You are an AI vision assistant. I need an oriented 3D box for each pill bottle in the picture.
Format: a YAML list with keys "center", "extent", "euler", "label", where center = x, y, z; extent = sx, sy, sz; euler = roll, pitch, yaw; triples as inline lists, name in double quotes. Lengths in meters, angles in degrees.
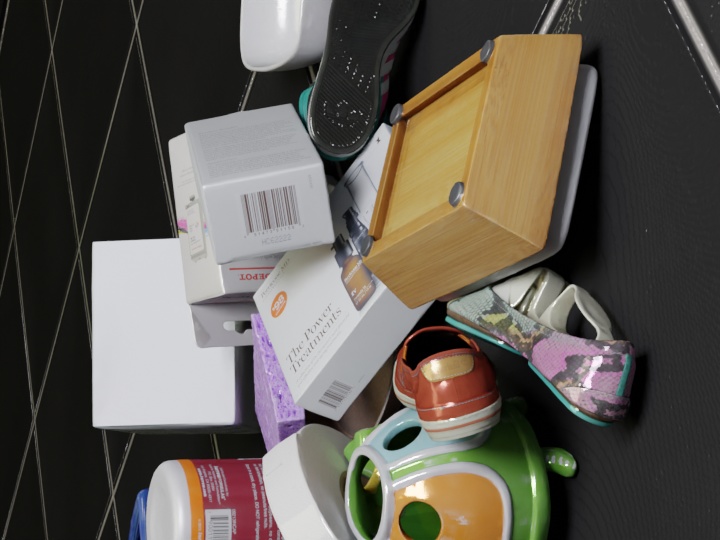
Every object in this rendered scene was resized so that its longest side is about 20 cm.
- center: [-0.079, 0.220, 1.395]
  extent: [0.113, 0.199, 0.113]
  euler: [-178, 90, -69]
  label: "pill bottle"

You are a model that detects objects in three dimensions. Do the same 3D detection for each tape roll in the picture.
- center: [0.007, 0.204, 1.203]
  extent: [0.037, 0.203, 0.203]
  euler: [-39, 40, 14]
  label: "tape roll"

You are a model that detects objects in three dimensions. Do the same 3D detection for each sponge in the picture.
- center: [-0.074, 0.132, 1.474]
  extent: [0.200, 0.030, 0.112]
  euler: [94, 162, -59]
  label: "sponge"

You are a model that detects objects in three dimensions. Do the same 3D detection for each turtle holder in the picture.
- center: [0.058, 0.147, 1.145]
  extent: [0.186, 0.131, 0.141]
  euler: [-112, 31, -46]
  label: "turtle holder"

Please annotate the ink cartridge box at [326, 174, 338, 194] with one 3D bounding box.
- center: [-0.036, -0.007, 1.549]
  extent: [0.200, 0.057, 0.163]
  euler: [18, 105, 47]
  label: "ink cartridge box"

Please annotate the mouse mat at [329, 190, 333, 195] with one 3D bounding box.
- center: [0.006, -0.014, 1.373]
  extent: [0.161, 0.008, 0.200]
  euler: [-45, 40, 28]
  label: "mouse mat"

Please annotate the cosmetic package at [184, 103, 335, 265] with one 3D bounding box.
- center: [-0.088, -0.077, 1.352]
  extent: [0.200, 0.101, 0.072]
  euler: [-115, 15, -68]
  label: "cosmetic package"

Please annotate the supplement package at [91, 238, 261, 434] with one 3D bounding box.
- center: [-0.187, 0.073, 1.670]
  extent: [0.200, 0.146, 0.192]
  euler: [60, -151, -81]
  label: "supplement package"

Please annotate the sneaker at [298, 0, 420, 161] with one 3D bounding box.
- center: [0.001, -0.182, 1.401]
  extent: [0.121, 0.083, 0.201]
  euler: [126, 164, -78]
  label: "sneaker"

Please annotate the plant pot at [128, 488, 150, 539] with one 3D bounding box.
- center: [-0.120, 0.324, 1.499]
  extent: [0.200, 0.179, 0.201]
  euler: [111, 154, -59]
  label: "plant pot"

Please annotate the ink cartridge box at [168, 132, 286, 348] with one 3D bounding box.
- center: [-0.106, -0.032, 1.507]
  extent: [0.067, 0.116, 0.201]
  euler: [-15, 80, 50]
  label: "ink cartridge box"

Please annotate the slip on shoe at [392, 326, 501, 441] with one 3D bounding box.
- center: [0.057, 0.066, 1.105]
  extent: [0.200, 0.074, 0.061]
  euler: [-108, 2, -82]
  label: "slip on shoe"

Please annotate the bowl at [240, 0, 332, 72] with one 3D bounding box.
- center: [-0.055, -0.292, 1.557]
  extent: [0.200, 0.074, 0.201]
  euler: [-170, 83, -68]
  label: "bowl"

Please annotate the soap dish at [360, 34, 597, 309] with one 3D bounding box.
- center: [0.078, -0.070, 1.127]
  extent: [0.200, 0.081, 0.158]
  euler: [-28, 45, 63]
  label: "soap dish"

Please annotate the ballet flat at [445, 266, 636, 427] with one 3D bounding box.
- center: [0.127, 0.039, 1.083]
  extent: [0.071, 0.069, 0.200]
  euler: [-66, 29, 6]
  label: "ballet flat"

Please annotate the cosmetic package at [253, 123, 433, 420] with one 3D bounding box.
- center: [0.000, 0.000, 1.323]
  extent: [0.200, 0.052, 0.151]
  euler: [-53, 33, 19]
  label: "cosmetic package"

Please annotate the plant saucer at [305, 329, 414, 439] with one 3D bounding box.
- center: [-0.005, 0.068, 1.422]
  extent: [0.200, 0.034, 0.201]
  euler: [-17, 71, 59]
  label: "plant saucer"
